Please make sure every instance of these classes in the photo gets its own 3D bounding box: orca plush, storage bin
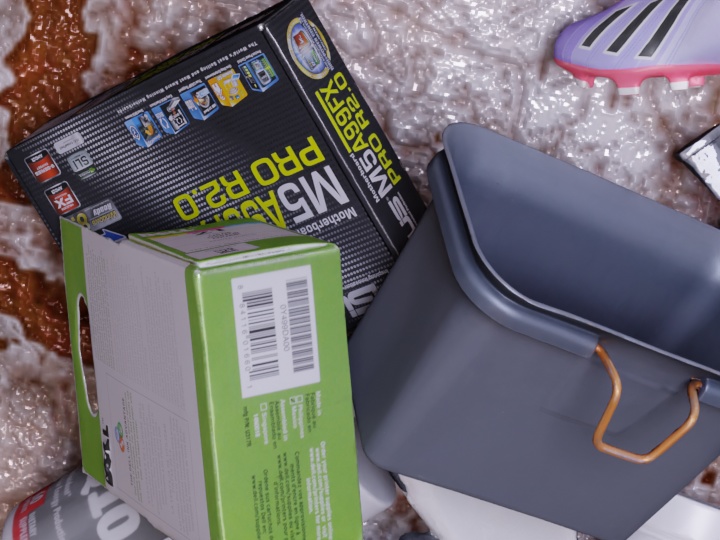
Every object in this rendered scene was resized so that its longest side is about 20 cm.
[{"bbox_3d":[0.035,0.097,1.105,0.199,0.071,0.106,26,100,-24],"label":"orca plush"},{"bbox_3d":[0.095,0.048,0.979,0.199,0.146,0.135,19,124,-26],"label":"storage bin"}]

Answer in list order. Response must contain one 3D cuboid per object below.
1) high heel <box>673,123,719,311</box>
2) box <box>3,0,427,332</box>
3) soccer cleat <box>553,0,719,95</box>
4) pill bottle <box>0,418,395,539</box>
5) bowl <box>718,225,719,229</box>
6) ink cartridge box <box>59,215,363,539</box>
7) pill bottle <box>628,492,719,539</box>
[{"bbox_3d":[0.152,0.039,1.084,0.199,0.071,0.143,-38,91,12],"label":"high heel"},{"bbox_3d":[-0.070,-0.032,1.073,0.199,0.044,0.161,-20,105,38],"label":"box"},{"bbox_3d":[0.179,-0.128,1.028,0.199,0.066,0.077,4,100,45],"label":"soccer cleat"},{"bbox_3d":[-0.089,0.134,1.151,0.199,0.114,0.114,-31,107,13],"label":"pill bottle"},{"bbox_3d":[0.280,0.015,1.128,0.198,0.039,0.203,1,112,2],"label":"bowl"},{"bbox_3d":[-0.081,0.049,1.038,0.075,0.200,0.149,-10,103,-25],"label":"ink cartridge box"},{"bbox_3d":[0.155,0.222,1.153,0.111,0.112,0.202,19,88,-5],"label":"pill bottle"}]
